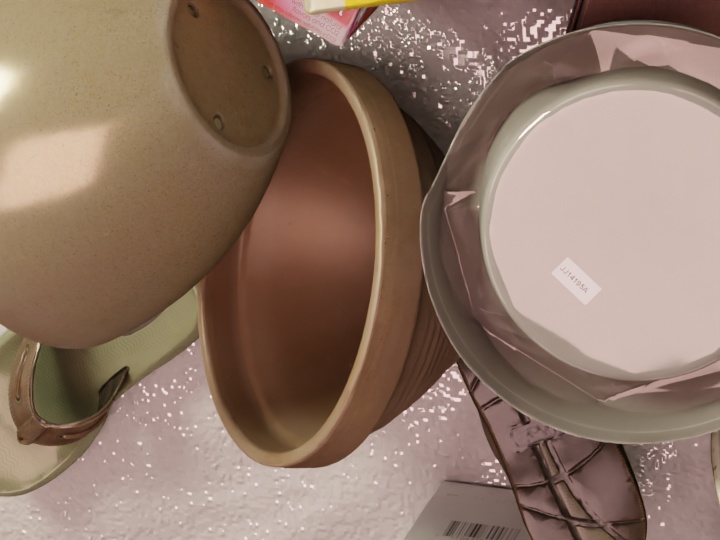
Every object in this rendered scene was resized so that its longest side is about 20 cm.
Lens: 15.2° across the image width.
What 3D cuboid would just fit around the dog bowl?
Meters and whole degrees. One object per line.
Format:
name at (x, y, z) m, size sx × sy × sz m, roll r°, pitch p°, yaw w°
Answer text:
dog bowl at (0.128, -0.023, 1.240) m, size 0.198 × 0.059 × 0.202 m, roll 3°, pitch 109°, yaw 8°

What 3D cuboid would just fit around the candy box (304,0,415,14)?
candy box at (0.068, -0.178, 1.212) m, size 0.198 × 0.026 × 0.103 m, roll -7°, pitch 97°, yaw 2°

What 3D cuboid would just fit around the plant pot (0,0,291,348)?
plant pot at (-0.113, -0.077, 1.308) m, size 0.134 × 0.200 × 0.201 m, roll -20°, pitch 106°, yaw 35°

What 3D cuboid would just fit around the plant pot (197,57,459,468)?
plant pot at (0.000, 0.000, 1.352) m, size 0.092 × 0.201 × 0.202 m, roll 6°, pitch 125°, yaw -29°

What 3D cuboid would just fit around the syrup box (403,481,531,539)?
syrup box at (0.071, 0.223, 1.460) m, size 0.078 × 0.081 × 0.202 m, roll 6°, pitch 114°, yaw 18°

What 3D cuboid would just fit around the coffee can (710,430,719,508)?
coffee can at (0.288, 0.089, 1.281) m, size 0.199 × 0.146 × 0.147 m, roll -28°, pitch 103°, yaw 28°

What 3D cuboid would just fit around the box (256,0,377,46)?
box at (-0.060, -0.207, 1.297) m, size 0.199 × 0.100 × 0.096 m, roll 30°, pitch 120°, yaw 5°

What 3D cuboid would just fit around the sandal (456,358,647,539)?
sandal at (0.099, 0.060, 1.386) m, size 0.081 × 0.055 × 0.201 m, roll -20°, pitch 92°, yaw 7°

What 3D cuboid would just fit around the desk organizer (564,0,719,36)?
desk organizer at (0.126, -0.074, 1.291) m, size 0.076 × 0.072 × 0.201 m, roll 18°, pitch 111°, yaw 4°

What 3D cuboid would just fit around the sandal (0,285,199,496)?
sandal at (-0.159, 0.054, 1.478) m, size 0.080 × 0.057 × 0.201 m, roll 44°, pitch 120°, yaw -4°
